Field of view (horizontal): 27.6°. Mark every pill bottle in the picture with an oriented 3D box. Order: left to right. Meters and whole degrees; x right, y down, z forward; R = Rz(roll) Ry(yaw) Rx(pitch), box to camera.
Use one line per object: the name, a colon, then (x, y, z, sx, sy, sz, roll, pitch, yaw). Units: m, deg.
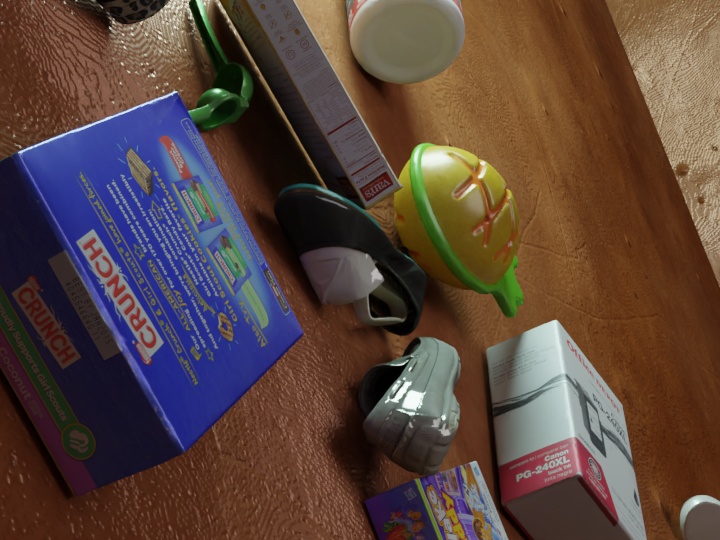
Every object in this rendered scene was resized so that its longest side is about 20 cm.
pill bottle: (0.040, -0.295, 1.494, 0.116, 0.115, 0.201, 45, 27, -39)

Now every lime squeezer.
lime squeezer: (-0.110, -0.136, 1.065, 0.071, 0.037, 0.201, 53, 24, -25)

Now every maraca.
maraca: (0.099, -0.037, 1.349, 0.200, 0.106, 0.138, 42, 36, -44)

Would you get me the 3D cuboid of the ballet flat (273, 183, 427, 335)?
ballet flat: (0.000, 0.000, 1.135, 0.200, 0.067, 0.069, 34, 48, -53)

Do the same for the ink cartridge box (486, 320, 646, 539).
ink cartridge box: (0.191, 0.168, 1.363, 0.145, 0.083, 0.201, 49, 25, -33)

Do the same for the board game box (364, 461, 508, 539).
board game box: (0.083, 0.247, 1.069, 0.134, 0.044, 0.202, 3, 64, -67)

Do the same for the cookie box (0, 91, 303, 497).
cookie box: (-0.128, 0.004, 0.806, 0.172, 0.075, 0.200, 62, 21, -6)

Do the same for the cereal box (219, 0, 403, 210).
cereal box: (-0.044, -0.144, 1.151, 0.201, 0.039, 0.144, 59, -7, -12)

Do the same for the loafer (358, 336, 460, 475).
loafer: (0.035, 0.090, 1.104, 0.069, 0.070, 0.200, 24, 12, -4)

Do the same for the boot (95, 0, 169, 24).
boot: (-0.147, -0.270, 0.949, 0.073, 0.204, 0.154, 34, 0, 31)

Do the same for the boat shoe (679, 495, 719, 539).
boat shoe: (0.443, 0.331, 1.809, 0.200, 0.072, 0.069, 41, 8, -33)
